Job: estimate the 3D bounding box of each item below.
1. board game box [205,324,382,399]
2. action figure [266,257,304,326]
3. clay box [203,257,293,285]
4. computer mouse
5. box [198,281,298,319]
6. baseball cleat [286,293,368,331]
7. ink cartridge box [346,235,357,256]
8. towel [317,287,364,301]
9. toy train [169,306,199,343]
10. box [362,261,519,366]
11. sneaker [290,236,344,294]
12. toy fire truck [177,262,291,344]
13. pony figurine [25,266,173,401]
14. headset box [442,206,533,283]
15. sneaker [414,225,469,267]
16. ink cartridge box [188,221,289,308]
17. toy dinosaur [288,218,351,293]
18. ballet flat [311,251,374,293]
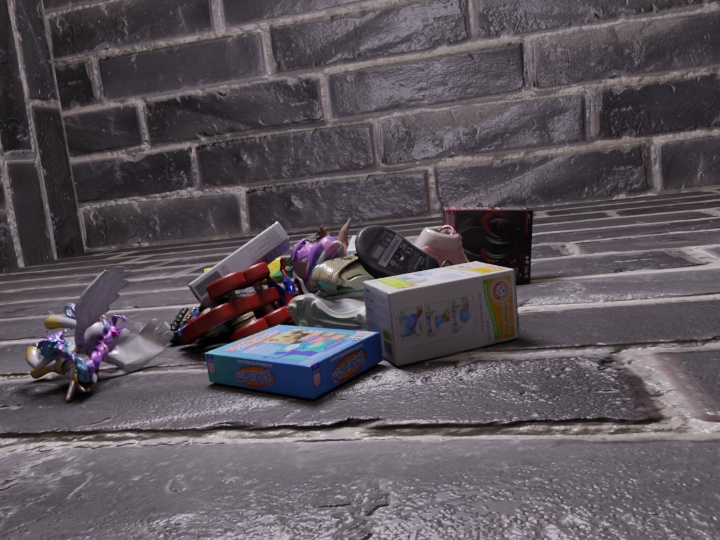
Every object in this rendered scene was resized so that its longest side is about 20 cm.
[{"bbox_3d":[-0.091,0.119,0.879,0.197,0.046,0.151,1,12,38],"label":"board game box"},{"bbox_3d":[-0.142,0.043,1.215,0.064,0.052,0.201,-11,39,-18],"label":"action figure"},{"bbox_3d":[-0.245,0.025,1.440,0.196,0.048,0.115,-8,-23,-10],"label":"clay box"},{"bbox_3d":[0.071,0.005,1.068,0.139,0.199,0.053,-50,-8,-32],"label":"computer mouse"},{"bbox_3d":[-0.223,0.066,1.322,0.196,0.044,0.160,-8,9,-5],"label":"box"},{"bbox_3d":[-0.023,0.076,1.063,0.197,0.071,0.106,12,15,33],"label":"baseball cleat"},{"bbox_3d":[0.064,-0.040,1.312,0.172,0.046,0.200,-1,11,2],"label":"ink cartridge box"},{"bbox_3d":[0.019,0.041,1.174,0.196,0.049,0.171,-7,6,6],"label":"towel"},{"bbox_3d":[-0.331,0.100,1.222,0.045,0.035,0.200,-4,9,-7],"label":"toy train"},{"bbox_3d":[0.116,0.057,0.928,0.196,0.104,0.112,-10,10,-18],"label":"box"},{"bbox_3d":[-0.089,-0.022,1.174,0.080,0.089,0.200,-42,-5,-19],"label":"sneaker"},{"bbox_3d":[-0.227,0.080,1.108,0.166,0.114,0.199,-30,-2,25],"label":"toy fire truck"},{"bbox_3d":[-0.410,0.104,0.977,0.198,0.168,0.194,6,47,42],"label":"pony figurine"},{"bbox_3d":[0.246,-0.053,1.313,0.196,0.152,0.075,1,9,4],"label":"headset box"},{"bbox_3d":[0.174,-0.018,1.164,0.198,0.106,0.075,19,5,-33],"label":"sneaker"},{"bbox_3d":[-0.225,-0.001,1.226,0.199,0.044,0.174,-37,-6,-11],"label":"ink cartridge box"},{"bbox_3d":[-0.059,-0.013,1.360,0.201,0.135,0.086,-51,-2,-33],"label":"toy dinosaur"},{"bbox_3d":[0.000,0.000,1.114,0.074,0.069,0.199,23,29,31],"label":"ballet flat"}]
